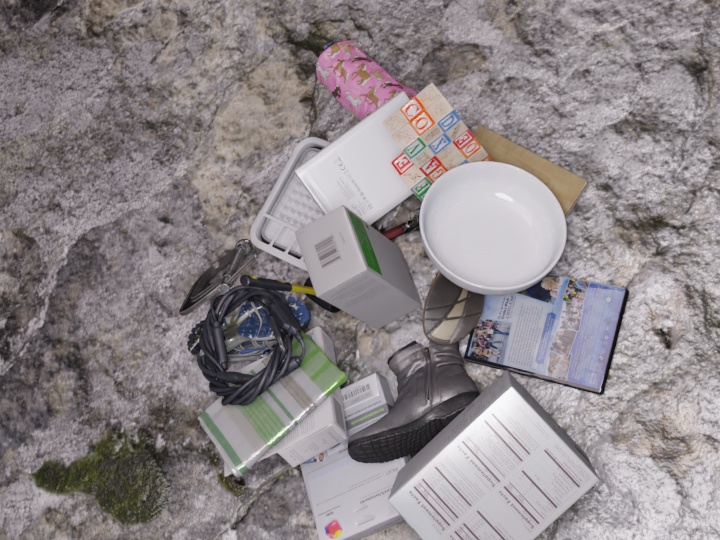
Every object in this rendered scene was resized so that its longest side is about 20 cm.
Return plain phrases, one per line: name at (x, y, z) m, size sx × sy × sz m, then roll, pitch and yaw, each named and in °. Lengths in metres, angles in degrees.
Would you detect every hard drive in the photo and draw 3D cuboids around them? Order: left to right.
hard drive at (0.019, -0.153, 1.454) m, size 0.200 × 0.027 × 0.132 m, roll -36°, pitch 102°, yaw -3°

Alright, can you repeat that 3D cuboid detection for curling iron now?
curling iron at (0.015, -0.045, 1.452) m, size 0.199 × 0.050 × 0.026 m, roll -24°, pitch 72°, yaw 5°

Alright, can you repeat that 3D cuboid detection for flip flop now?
flip flop at (0.131, 0.015, 1.373) m, size 0.081 × 0.058 × 0.201 m, roll 12°, pitch 63°, yaw -5°

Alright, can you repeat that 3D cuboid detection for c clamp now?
c clamp at (-0.208, 0.004, 1.511) m, size 0.171 × 0.027 × 0.200 m, roll -40°, pitch 16°, yaw 12°

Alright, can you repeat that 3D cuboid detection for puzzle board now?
puzzle board at (0.208, -0.107, 1.416) m, size 0.200 × 0.017 × 0.151 m, roll 34°, pitch 90°, yaw 33°

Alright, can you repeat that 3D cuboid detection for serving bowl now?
serving bowl at (0.177, -0.049, 1.338) m, size 0.199 × 0.066 × 0.201 m, roll 1°, pitch 61°, yaw -2°

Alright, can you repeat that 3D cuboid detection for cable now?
cable at (-0.164, 0.103, 1.407) m, size 0.163 × 0.051 × 0.200 m, roll -47°, pitch 48°, yaw 6°

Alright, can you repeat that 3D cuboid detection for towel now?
towel at (-0.122, 0.184, 1.369) m, size 0.200 × 0.031 × 0.149 m, roll -40°, pitch 38°, yaw -7°

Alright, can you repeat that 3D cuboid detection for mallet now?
mallet at (-0.106, 0.021, 1.424) m, size 0.066 × 0.200 × 0.041 m, roll 34°, pitch 104°, yaw 42°

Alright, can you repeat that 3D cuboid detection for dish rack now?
dish rack at (-0.065, -0.099, 1.535) m, size 0.171 × 0.044 × 0.201 m, roll 24°, pitch 83°, yaw 33°

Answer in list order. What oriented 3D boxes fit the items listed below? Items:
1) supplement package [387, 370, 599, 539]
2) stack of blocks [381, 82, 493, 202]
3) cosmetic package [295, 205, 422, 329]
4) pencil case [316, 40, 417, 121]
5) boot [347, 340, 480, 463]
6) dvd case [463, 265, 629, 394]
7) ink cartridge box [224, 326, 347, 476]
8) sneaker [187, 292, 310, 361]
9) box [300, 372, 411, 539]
supplement package at (0.160, 0.251, 1.197) m, size 0.200 × 0.152 × 0.151 m, roll -44°, pitch 86°, yaw 6°
stack of blocks at (0.105, -0.161, 1.362) m, size 0.115 × 0.200 × 0.059 m, roll -38°, pitch 59°, yaw 9°
cosmetic package at (0.000, 0.000, 1.370) m, size 0.085 × 0.200 × 0.108 m, roll -28°, pitch 66°, yaw 17°
pencil case at (0.014, -0.285, 1.545) m, size 0.083 × 0.087 × 0.200 m, roll -25°, pitch 54°, yaw -28°
boot at (0.061, 0.173, 1.332) m, size 0.199 × 0.070 × 0.132 m, roll -20°, pitch 53°, yaw -7°
dvd case at (0.247, 0.075, 1.319) m, size 0.199 × 0.018 × 0.143 m, roll 12°, pitch 82°, yaw 30°
ink cartridge box at (-0.112, 0.194, 1.403) m, size 0.176 × 0.045 × 0.200 m, roll -29°, pitch 37°, yaw 14°
sneaker at (-0.159, 0.094, 1.488) m, size 0.199 × 0.085 × 0.077 m, roll -15°, pitch 56°, yaw 20°
box at (-0.008, 0.266, 1.369) m, size 0.155 × 0.041 × 0.201 m, roll -28°, pitch 60°, yaw 16°
